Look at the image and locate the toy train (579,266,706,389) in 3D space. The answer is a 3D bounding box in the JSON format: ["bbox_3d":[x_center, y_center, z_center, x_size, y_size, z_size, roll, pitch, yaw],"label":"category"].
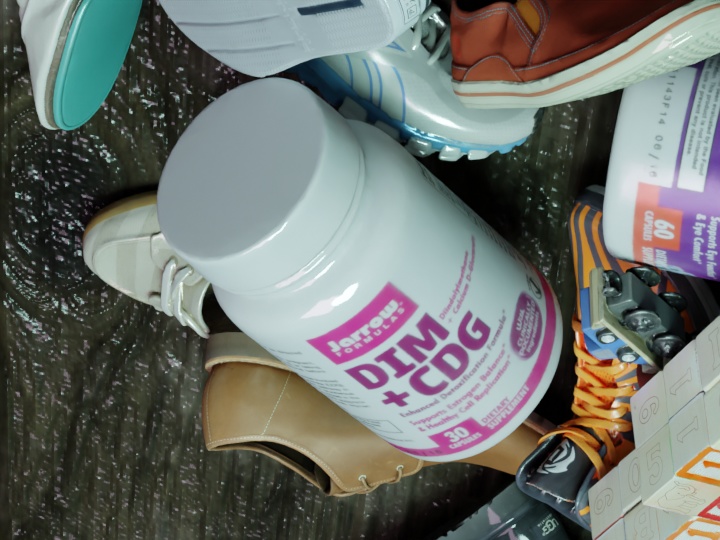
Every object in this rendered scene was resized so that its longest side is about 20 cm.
[{"bbox_3d":[0.156,0.050,1.395,0.046,0.034,0.200,-16,145,27],"label":"toy train"}]

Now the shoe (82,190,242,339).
[{"bbox_3d":[-0.057,0.003,1.526,0.199,0.053,0.070,7,132,17],"label":"shoe"}]

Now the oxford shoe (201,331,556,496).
[{"bbox_3d":[0.011,0.089,1.537,0.199,0.072,0.071,11,161,-10],"label":"oxford shoe"}]

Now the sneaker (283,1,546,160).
[{"bbox_3d":[0.002,-0.125,1.379,0.199,0.075,0.087,27,129,-1],"label":"sneaker"}]

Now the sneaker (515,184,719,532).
[{"bbox_3d":[0.124,0.061,1.448,0.077,0.112,0.201,28,149,53],"label":"sneaker"}]

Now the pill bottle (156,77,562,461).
[{"bbox_3d":[0.000,0.000,1.371,0.113,0.114,0.200,-14,145,32],"label":"pill bottle"}]

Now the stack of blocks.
[{"bbox_3d":[0.182,0.088,1.353,0.115,0.059,0.200,14,144,-24],"label":"stack of blocks"}]

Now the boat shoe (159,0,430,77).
[{"bbox_3d":[-0.020,-0.132,1.299,0.200,0.071,0.072,9,133,54],"label":"boat shoe"}]

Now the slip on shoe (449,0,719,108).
[{"bbox_3d":[0.096,-0.108,1.278,0.200,0.074,0.062,1,107,63],"label":"slip on shoe"}]

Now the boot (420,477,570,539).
[{"bbox_3d":[0.095,0.229,1.604,0.200,0.066,0.165,53,136,1],"label":"boot"}]

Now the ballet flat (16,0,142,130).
[{"bbox_3d":[-0.135,-0.160,1.418,0.069,0.070,0.201,23,130,3],"label":"ballet flat"}]

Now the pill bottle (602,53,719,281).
[{"bbox_3d":[0.218,-0.041,1.330,0.199,0.112,0.112,11,133,14],"label":"pill bottle"}]
